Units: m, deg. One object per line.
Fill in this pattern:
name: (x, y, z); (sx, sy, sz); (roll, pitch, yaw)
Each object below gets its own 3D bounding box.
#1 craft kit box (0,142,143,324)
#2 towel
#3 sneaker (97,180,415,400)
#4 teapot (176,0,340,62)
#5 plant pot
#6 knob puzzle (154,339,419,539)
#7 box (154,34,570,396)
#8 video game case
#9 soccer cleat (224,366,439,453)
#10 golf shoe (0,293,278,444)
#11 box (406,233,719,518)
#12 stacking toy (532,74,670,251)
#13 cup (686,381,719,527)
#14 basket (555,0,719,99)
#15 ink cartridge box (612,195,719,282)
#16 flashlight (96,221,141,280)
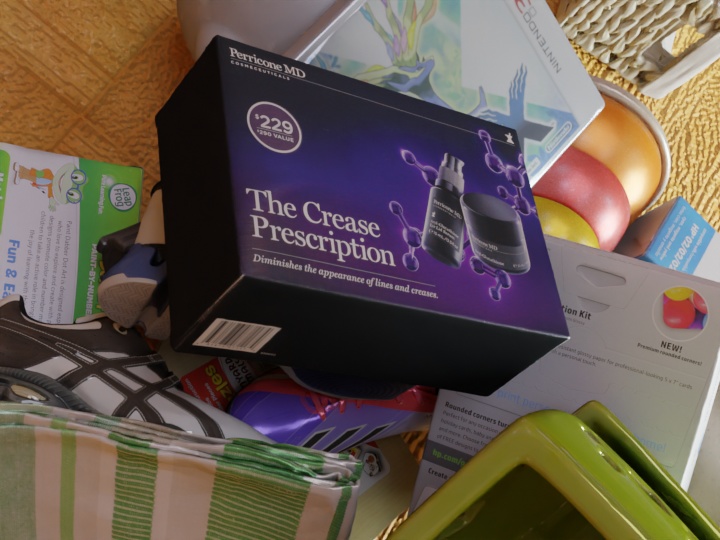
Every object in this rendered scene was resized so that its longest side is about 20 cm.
craft kit box: (-0.234, 0.018, 0.682); (0.196, 0.048, 0.201); (9, 70, -21)
towel: (-0.106, 0.138, 0.615); (0.199, 0.153, 0.023); (10, 39, -2)
sneaker: (-0.041, -0.005, 0.661); (0.198, 0.080, 0.116); (21, 61, -22)
teapot: (-0.016, -0.155, 0.774); (0.199, 0.197, 0.147); (-23, 95, 10)
plant pot: (0.105, 0.193, 0.583); (0.199, 0.200, 0.181); (48, 18, 13)
knob puzzle: (-0.067, 0.114, 0.730); (0.219, 0.030, 0.221); (19, 56, -29)
box: (0.000, -0.023, 0.607); (0.199, 0.079, 0.142); (11, 52, -33)
video game case: (0.048, -0.104, 0.715); (0.200, 0.022, 0.183); (-47, 120, -13)
soccer cleat: (0.005, 0.078, 0.734); (0.199, 0.073, 0.069); (-5, 69, -40)
golf shoe: (-0.126, 0.068, 0.643); (0.199, 0.078, 0.095); (18, 55, -10)
box: (0.124, 0.087, 0.689); (0.041, 0.155, 0.201); (-9, 114, -66)
stacking toy: (0.129, -0.028, 0.805); (0.146, 0.146, 0.201); (35, 52, -13)
cup: (0.177, 0.087, 0.778); (0.200, 0.200, 0.143); (-41, 92, -31)
basket: (0.260, -0.274, 0.978); (0.123, 0.136, 0.201); (26, 64, -13)
ink cartridge box: (0.262, 0.050, 0.880); (0.200, 0.115, 0.068); (42, 59, -8)
flashlight: (-0.076, -0.030, 0.743); (0.199, 0.067, 0.068); (-23, 110, -41)
